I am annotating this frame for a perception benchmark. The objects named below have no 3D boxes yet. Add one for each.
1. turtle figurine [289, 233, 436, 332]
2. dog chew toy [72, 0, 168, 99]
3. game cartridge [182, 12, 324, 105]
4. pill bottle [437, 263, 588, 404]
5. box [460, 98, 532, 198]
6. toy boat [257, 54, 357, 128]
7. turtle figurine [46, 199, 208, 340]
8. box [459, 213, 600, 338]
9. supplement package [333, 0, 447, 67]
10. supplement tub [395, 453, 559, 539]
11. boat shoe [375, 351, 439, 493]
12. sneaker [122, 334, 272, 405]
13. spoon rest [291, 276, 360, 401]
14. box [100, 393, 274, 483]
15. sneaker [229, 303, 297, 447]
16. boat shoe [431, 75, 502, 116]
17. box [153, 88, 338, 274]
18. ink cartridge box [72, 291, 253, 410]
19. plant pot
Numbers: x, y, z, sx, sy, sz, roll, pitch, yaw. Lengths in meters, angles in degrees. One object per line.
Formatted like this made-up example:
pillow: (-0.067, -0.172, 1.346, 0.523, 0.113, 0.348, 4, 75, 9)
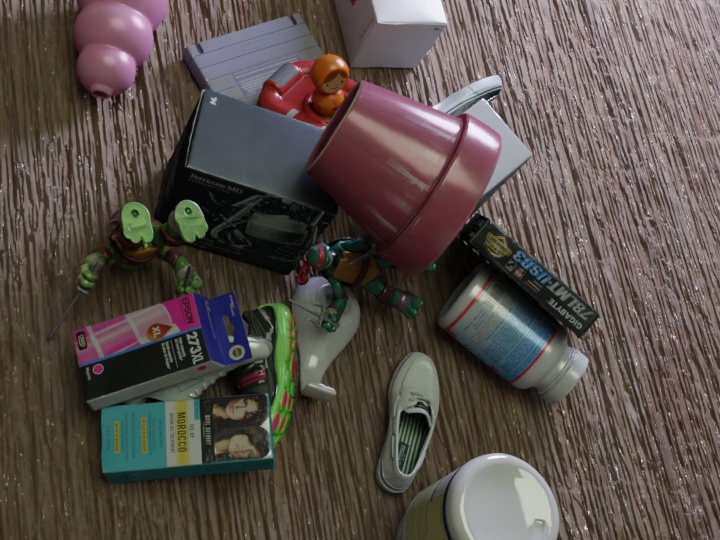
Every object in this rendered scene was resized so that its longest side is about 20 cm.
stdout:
turtle figurine: (0.000, 0.000, 1.551, 0.199, 0.150, 0.101, 10, 33, -36)
dog chew toy: (-0.329, -0.325, 1.607, 0.124, 0.124, 0.201, 13, 70, -17)
game cartridge: (-0.142, -0.289, 1.720, 0.199, 0.038, 0.130, -24, 81, -31)
pill bottle: (0.212, 0.091, 1.648, 0.200, 0.109, 0.109, 40, 57, -2)
box: (0.114, -0.116, 1.649, 0.106, 0.200, 0.152, 49, 57, 3)
toy boat: (-0.041, -0.234, 1.615, 0.199, 0.131, 0.131, 30, 56, 18)
turtle figurine: (-0.258, 0.003, 1.437, 0.143, 0.194, 0.201, 28, 61, -11)
box: (0.229, 0.002, 1.655, 0.200, 0.199, 0.050, 40, 96, -3)
supplement package: (0.035, -0.423, 1.807, 0.119, 0.121, 0.201, -4, 67, -25)
supplement tub: (0.135, 0.317, 1.452, 0.144, 0.200, 0.146, 9, 63, -19)
boat shoe: (0.073, 0.193, 1.563, 0.073, 0.067, 0.201, 19, 60, -15)
sneaker: (-0.203, 0.122, 1.458, 0.199, 0.070, 0.081, -10, 82, 2)
spoon rest: (-0.051, 0.090, 1.573, 0.099, 0.061, 0.201, 21, 46, -15)
box: (-0.203, 0.198, 1.413, 0.198, 0.049, 0.083, -5, 67, -4)
sneaker: (-0.128, 0.140, 1.509, 0.083, 0.077, 0.201, 0, 67, 11)
boat shoe: (0.143, -0.225, 1.801, 0.199, 0.072, 0.071, -33, 91, -22)
box: (-0.144, -0.108, 1.534, 0.199, 0.197, 0.125, 17, 60, -15)
ink cartridge box: (-0.235, 0.089, 1.411, 0.199, 0.037, 0.095, -17, 63, -4)
plant pot: (0.041, -0.124, 1.418, 0.178, 0.200, 0.201, 32, 58, -10)
